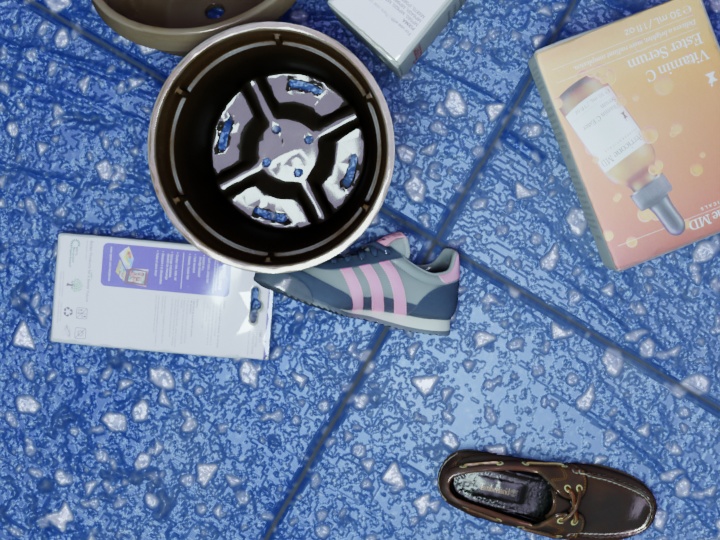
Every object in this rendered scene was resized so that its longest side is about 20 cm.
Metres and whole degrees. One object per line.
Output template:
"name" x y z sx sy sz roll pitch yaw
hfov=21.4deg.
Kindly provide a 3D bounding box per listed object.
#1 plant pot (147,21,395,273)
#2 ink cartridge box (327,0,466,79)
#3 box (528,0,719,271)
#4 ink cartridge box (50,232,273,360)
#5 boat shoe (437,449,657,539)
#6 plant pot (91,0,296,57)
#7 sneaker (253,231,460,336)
"plant pot" -0.067 -0.102 1.619 0.198 0.198 0.202 0 93 3
"ink cartridge box" 0.066 -0.270 1.633 0.084 0.144 0.200 39 93 1
"box" 0.250 -0.120 1.653 0.151 0.106 0.201 -22 92 3
"ink cartridge box" -0.174 0.023 1.709 0.198 0.039 0.100 6 93 3
"boat shoe" 0.166 0.204 1.690 0.198 0.070 0.071 7 92 0
"plant pot" -0.134 -0.251 1.648 0.199 0.093 0.202 -4 56 5
"sneaker" 0.000 0.000 1.659 0.199 0.070 0.083 13 95 -33
